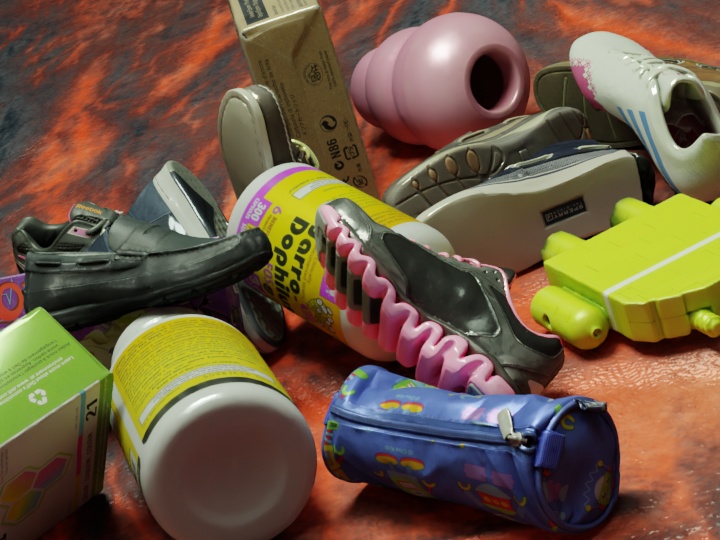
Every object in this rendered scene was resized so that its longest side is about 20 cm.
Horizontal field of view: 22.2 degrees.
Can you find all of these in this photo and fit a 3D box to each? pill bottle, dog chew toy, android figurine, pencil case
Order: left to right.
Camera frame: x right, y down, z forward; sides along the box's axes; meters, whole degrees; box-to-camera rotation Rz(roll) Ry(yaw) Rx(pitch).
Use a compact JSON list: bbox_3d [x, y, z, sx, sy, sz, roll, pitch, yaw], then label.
[{"bbox_3d":[-0.107,0.096,1.219,0.112,0.113,0.200,-23,24,-9],"label":"pill bottle"},{"bbox_3d":[0.000,0.000,1.332,0.104,0.104,0.200,-33,42,-29],"label":"pill bottle"},{"bbox_3d":[0.061,-0.166,1.654,0.124,0.125,0.200,-33,20,-28],"label":"dog chew toy"},{"bbox_3d":[0.063,0.105,1.113,0.200,0.087,0.078,6,68,45],"label":"pencil case"},{"bbox_3d":[0.212,-0.001,1.279,0.182,0.041,0.200,-26,25,-17],"label":"android figurine"}]

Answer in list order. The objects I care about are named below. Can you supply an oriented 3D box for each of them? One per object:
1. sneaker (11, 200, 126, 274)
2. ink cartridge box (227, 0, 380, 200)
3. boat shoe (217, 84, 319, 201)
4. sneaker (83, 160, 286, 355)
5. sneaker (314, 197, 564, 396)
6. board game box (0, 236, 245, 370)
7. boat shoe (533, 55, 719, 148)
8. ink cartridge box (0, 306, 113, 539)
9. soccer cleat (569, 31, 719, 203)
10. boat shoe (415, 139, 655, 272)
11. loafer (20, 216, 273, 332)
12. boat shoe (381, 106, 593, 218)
[{"bbox_3d":[-0.216,-0.019,1.575,0.200,0.086,0.080,-11,27,16],"label":"sneaker"},{"bbox_3d":[-0.050,-0.148,1.587,0.075,0.200,0.165,-19,23,-2],"label":"ink cartridge box"},{"bbox_3d":[-0.064,-0.067,1.437,0.059,0.200,0.072,-27,44,-21],"label":"boat shoe"},{"bbox_3d":[-0.151,0.028,1.451,0.146,0.077,0.202,-42,51,9],"label":"sneaker"},{"bbox_3d":[0.054,0.018,1.213,0.095,0.079,0.200,-38,74,-22],"label":"sneaker"},{"bbox_3d":[-0.182,0.050,1.369,0.200,0.120,0.032,-11,-8,19],"label":"board game box"},{"bbox_3d":[0.241,-0.143,1.537,0.200,0.072,0.068,16,36,38],"label":"boat shoe"},{"bbox_3d":[-0.263,0.137,1.193,0.076,0.148,0.200,40,55,20],"label":"ink cartridge box"},{"bbox_3d":[0.230,-0.138,1.417,0.070,0.086,0.200,-22,52,-16],"label":"soccer cleat"},{"bbox_3d":[0.121,-0.048,1.422,0.200,0.075,0.093,-15,18,-11],"label":"boat shoe"},{"bbox_3d":[-0.157,-0.006,1.310,0.200,0.070,0.068,-14,-3,24],"label":"loafer"},{"bbox_3d":[0.099,-0.076,1.502,0.200,0.075,0.073,-21,13,-26],"label":"boat shoe"}]
